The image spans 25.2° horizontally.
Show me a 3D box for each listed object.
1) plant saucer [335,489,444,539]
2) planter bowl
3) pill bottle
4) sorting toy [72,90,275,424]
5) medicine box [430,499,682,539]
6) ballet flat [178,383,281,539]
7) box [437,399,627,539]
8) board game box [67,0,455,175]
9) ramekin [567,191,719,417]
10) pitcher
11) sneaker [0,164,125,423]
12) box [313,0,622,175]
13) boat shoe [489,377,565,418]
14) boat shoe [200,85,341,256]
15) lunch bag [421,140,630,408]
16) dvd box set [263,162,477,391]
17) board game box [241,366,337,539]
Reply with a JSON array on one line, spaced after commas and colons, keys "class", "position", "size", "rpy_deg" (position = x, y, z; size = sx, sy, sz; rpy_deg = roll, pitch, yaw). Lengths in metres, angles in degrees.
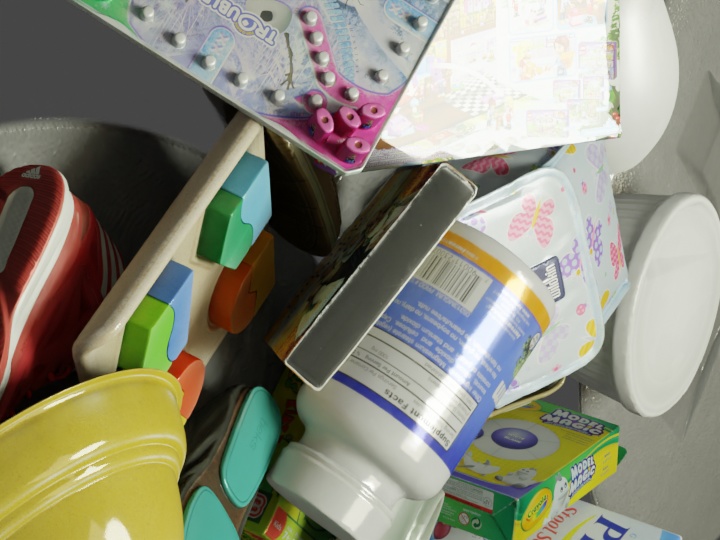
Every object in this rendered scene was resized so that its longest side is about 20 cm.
[{"class": "plant saucer", "position": [0.018, 0.196, 1.149], "size": [0.200, 0.050, 0.202], "rpy_deg": [23, 90, -81]}, {"class": "planter bowl", "position": [-0.151, 0.146, 0.818], "size": [0.200, 0.084, 0.201], "rpy_deg": [-35, 161, -14]}, {"class": "pill bottle", "position": [0.029, 0.075, 1.030], "size": [0.201, 0.111, 0.112], "rpy_deg": [-55, 143, -12]}, {"class": "sorting toy", "position": [-0.095, 0.021, 0.912], "size": [0.186, 0.036, 0.201], "rpy_deg": [-59, 169, -30]}, {"class": "medicine box", "position": [0.129, 0.267, 1.276], "size": [0.182, 0.198, 0.104], "rpy_deg": [-37, 132, -44]}, {"class": "ballet flat", "position": [-0.098, 0.144, 0.958], "size": [0.068, 0.068, 0.201], "rpy_deg": [62, 24, -21]}, {"class": "box", "position": [0.128, 0.153, 1.308], "size": [0.199, 0.116, 0.049], "rpy_deg": [-21, 120, -53]}, {"class": "board game box", "position": [-0.039, -0.185, 0.878], "size": [0.201, 0.199, 0.026], "rpy_deg": [-61, -172, -21]}, {"class": "ramekin", "position": [0.247, 0.022, 1.460], "size": [0.202, 0.093, 0.205], "rpy_deg": [-28, 125, -49]}, {"class": "pitcher", "position": [0.189, -0.195, 1.278], "size": [0.172, 0.120, 0.202], "rpy_deg": [-96, -177, -51]}, {"class": "sneaker", "position": [-0.176, 0.057, 0.845], "size": [0.116, 0.078, 0.202], "rpy_deg": [45, 65, -52]}, {"class": "box", "position": [0.065, -0.139, 0.969], "size": [0.198, 0.039, 0.139], "rpy_deg": [-9, 106, -23]}, {"class": "boat shoe", "position": [0.092, 0.090, 1.277], "size": [0.200, 0.063, 0.074], "rpy_deg": [-3, 105, -56]}, {"class": "boat shoe", "position": [-0.045, -0.095, 0.986], "size": [0.066, 0.074, 0.201], "rpy_deg": [-48, 139, -28]}, {"class": "lunch bag", "position": [0.118, -0.014, 1.194], "size": [0.200, 0.126, 0.171], "rpy_deg": [-43, 128, -49]}, {"class": "dvd box set", "position": [0.000, 0.000, 0.986], "size": [0.147, 0.029, 0.200], "rpy_deg": [-51, -174, -2]}, {"class": "board game box", "position": [-0.020, 0.106, 1.127], "size": [0.201, 0.047, 0.102], "rpy_deg": [-63, 145, -18]}]
